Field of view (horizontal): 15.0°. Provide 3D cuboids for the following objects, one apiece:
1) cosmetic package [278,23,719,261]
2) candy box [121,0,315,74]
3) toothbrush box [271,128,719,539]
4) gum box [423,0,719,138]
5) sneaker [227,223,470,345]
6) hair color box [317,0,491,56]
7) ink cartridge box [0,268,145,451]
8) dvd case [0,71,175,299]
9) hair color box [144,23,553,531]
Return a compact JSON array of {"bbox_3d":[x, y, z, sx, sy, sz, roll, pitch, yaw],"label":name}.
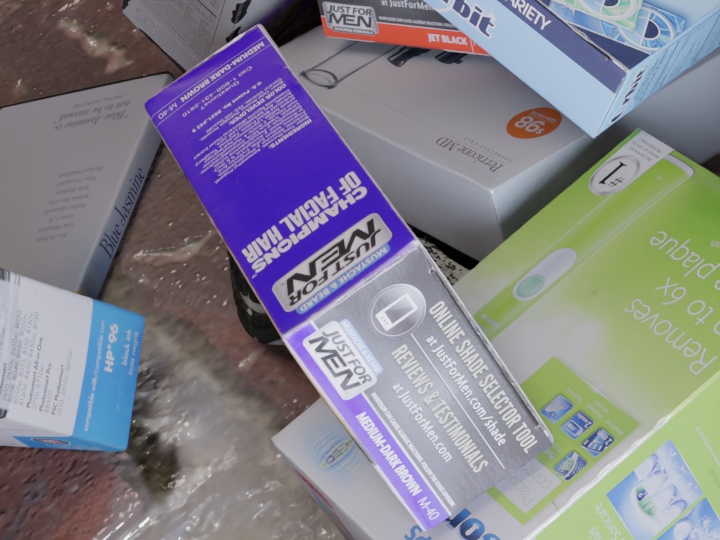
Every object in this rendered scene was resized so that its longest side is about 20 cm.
[{"bbox_3d":[0.063,-0.080,1.237,0.151,0.052,0.200,-33,34,-22],"label":"cosmetic package"},{"bbox_3d":[-0.031,-0.192,1.353,0.168,0.072,0.200,-45,-4,-16],"label":"candy box"},{"bbox_3d":[0.090,0.058,1.062,0.200,0.086,0.146,-40,36,-7],"label":"toothbrush box"},{"bbox_3d":[0.100,-0.162,1.179,0.170,0.045,0.200,40,47,15],"label":"gum box"},{"bbox_3d":[0.000,0.000,1.231,0.089,0.077,0.200,-12,28,-24],"label":"sneaker"},{"bbox_3d":[0.071,-0.174,1.278,0.101,0.061,0.200,10,36,35],"label":"hair color box"},{"bbox_3d":[-0.205,0.029,1.215,0.116,0.200,0.068,0,77,37],"label":"ink cartridge box"},{"bbox_3d":[-0.181,-0.019,1.408,0.143,0.018,0.200,-9,43,29],"label":"dvd case"},{"bbox_3d":[-0.009,-0.002,1.043,0.065,0.109,0.200,-36,33,-1],"label":"hair color box"}]
